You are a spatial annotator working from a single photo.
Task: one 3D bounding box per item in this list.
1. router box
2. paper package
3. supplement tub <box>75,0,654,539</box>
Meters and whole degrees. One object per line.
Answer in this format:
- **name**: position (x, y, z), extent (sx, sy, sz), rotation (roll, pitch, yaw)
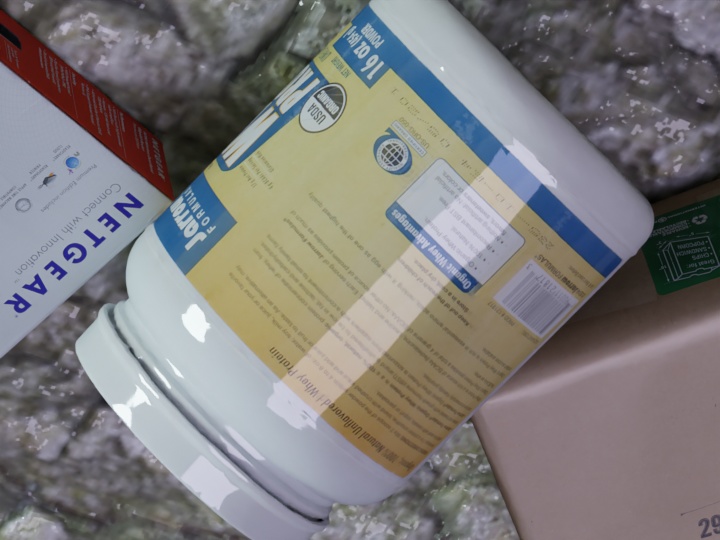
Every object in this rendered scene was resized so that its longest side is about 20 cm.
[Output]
- **router box**: position (-0.207, -0.028, 1.175), extent (0.200, 0.049, 0.179), rotation (-41, 121, 17)
- **paper package**: position (0.152, 0.065, 1.273), extent (0.200, 0.103, 0.191), rotation (-19, 125, 3)
- **supplement tub**: position (0.000, 0.000, 1.156), extent (0.200, 0.145, 0.145), rotation (-45, 120, 5)
